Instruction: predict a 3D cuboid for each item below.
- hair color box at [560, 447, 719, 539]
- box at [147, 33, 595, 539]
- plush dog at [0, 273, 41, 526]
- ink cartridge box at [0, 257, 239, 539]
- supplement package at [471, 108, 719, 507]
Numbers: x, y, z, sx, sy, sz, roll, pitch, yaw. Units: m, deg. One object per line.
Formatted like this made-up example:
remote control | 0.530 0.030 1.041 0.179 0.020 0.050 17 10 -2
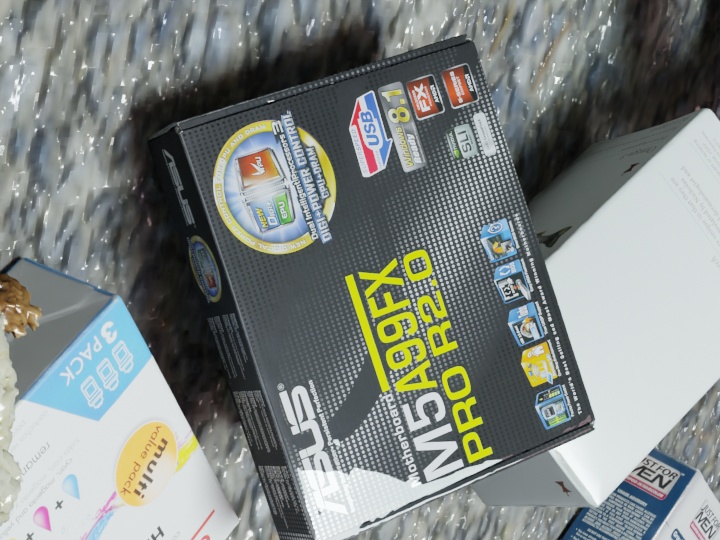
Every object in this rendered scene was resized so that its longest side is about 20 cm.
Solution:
hair color box | 0.164 0.223 1.196 0.200 0.060 0.100 -53 139 -12
box | 0.008 0.008 0.832 0.160 0.044 0.201 -19 93 -27
plush dog | -0.179 0.085 0.643 0.160 0.199 0.173 3 88 -61
ink cartridge box | -0.128 0.109 0.805 0.115 0.068 0.200 -50 139 -27
supplement package | 0.128 0.022 0.977 0.200 0.117 0.117 -42 103 -24
